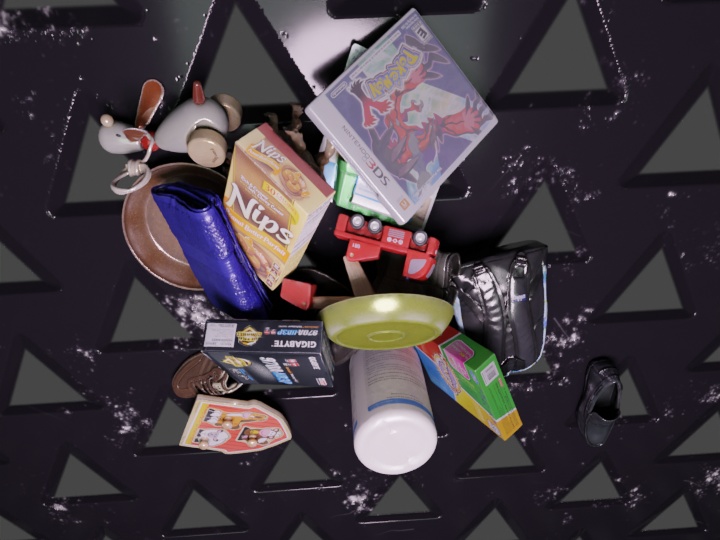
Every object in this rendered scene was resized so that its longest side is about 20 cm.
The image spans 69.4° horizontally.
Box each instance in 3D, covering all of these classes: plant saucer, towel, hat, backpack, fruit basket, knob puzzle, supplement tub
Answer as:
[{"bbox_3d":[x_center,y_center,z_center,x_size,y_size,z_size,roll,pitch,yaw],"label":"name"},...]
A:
[{"bbox_3d":[-0.249,-0.066,0.774,0.195,0.037,0.205,-2,118,-3],"label":"plant saucer"},{"bbox_3d":[-0.197,-0.023,0.709,0.049,0.146,0.203,-38,132,-28],"label":"towel"},{"bbox_3d":[-0.079,0.061,0.833,0.195,0.082,0.204,1,127,1],"label":"hat"},{"bbox_3d":[0.035,0.080,0.730,0.194,0.032,0.201,-3,158,-1],"label":"plant saucer"},{"bbox_3d":[0.222,0.066,0.829,0.159,0.154,0.205,-15,98,3],"label":"backpack"},{"bbox_3d":[0.041,-0.169,0.704,0.181,0.094,0.204,17,113,-13],"label":"fruit basket"},{"bbox_3d":[-0.220,0.299,0.954,0.213,0.031,0.223,-4,136,-3],"label":"knob puzzle"},{"bbox_3d":[0.048,0.211,0.853,0.128,0.202,0.135,-1,121,-2],"label":"supplement tub"}]

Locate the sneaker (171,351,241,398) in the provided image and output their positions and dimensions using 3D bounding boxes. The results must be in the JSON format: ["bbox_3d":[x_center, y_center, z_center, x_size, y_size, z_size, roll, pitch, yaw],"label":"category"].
[{"bbox_3d":[-0.246,0.177,0.887,0.197,0.076,0.071,-28,118,12],"label":"sneaker"}]

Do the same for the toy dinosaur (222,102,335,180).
[{"bbox_3d":[-0.093,-0.132,0.688,0.085,0.199,0.138,-14,133,-41],"label":"toy dinosaur"}]

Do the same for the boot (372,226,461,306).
[{"bbox_3d":[0.079,0.044,0.796,0.129,0.067,0.204,30,129,30],"label":"boot"}]

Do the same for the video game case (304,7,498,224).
[{"bbox_3d":[0.058,-0.194,0.651,0.183,0.023,0.200,47,74,-12],"label":"video game case"}]

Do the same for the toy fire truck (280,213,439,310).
[{"bbox_3d":[0.000,0.000,0.716,0.195,0.049,0.145,15,88,6],"label":"toy fire truck"}]

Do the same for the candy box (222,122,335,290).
[{"bbox_3d":[-0.114,-0.070,0.653,0.115,0.055,0.200,43,147,4],"label":"candy box"}]

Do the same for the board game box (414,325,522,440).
[{"bbox_3d":[0.158,0.158,0.833,0.040,0.199,0.155,-35,118,-14],"label":"board game box"}]

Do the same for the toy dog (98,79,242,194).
[{"bbox_3d":[-0.251,-0.193,0.664,0.195,0.134,0.097,-18,142,-4],"label":"toy dog"}]

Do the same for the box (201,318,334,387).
[{"bbox_3d":[-0.121,0.122,0.745,0.154,0.047,0.201,1,156,2],"label":"box"}]

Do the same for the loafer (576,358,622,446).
[{"bbox_3d":[0.453,0.263,0.982,0.066,0.071,0.205,-7,119,1],"label":"loafer"}]
